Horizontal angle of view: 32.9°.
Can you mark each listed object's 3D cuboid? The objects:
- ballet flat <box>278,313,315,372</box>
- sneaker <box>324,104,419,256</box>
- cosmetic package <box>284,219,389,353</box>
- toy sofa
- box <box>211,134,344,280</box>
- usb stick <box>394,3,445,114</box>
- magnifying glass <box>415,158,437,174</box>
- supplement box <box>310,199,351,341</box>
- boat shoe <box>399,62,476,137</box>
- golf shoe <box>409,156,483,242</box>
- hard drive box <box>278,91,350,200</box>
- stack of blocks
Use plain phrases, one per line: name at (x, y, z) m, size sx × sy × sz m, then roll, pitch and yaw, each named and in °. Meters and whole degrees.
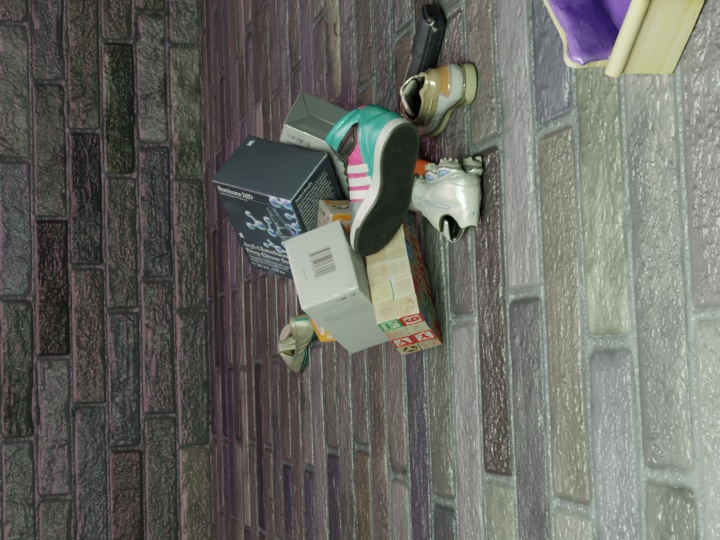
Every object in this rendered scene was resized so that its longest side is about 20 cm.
ballet flat at (-0.131, 0.138, 2.378) m, size 0.200 × 0.062 × 0.067 m, roll 111°, pitch 153°, yaw -54°
sneaker at (0.002, -0.127, 1.546) m, size 0.121 × 0.084 × 0.200 m, roll 47°, pitch 134°, yaw 39°
cosmetic package at (-0.019, 0.026, 1.638) m, size 0.200 × 0.085 × 0.108 m, roll 51°, pitch -160°, yaw -61°
toy sofa at (0.213, -0.264, 1.074) m, size 0.083 × 0.098 × 0.200 m, roll 105°, pitch 158°, yaw -46°
box at (-0.110, -0.087, 1.846) m, size 0.107 × 0.148 × 0.200 m, roll -55°, pitch -36°, yaw -29°
usb stick at (0.078, -0.271, 1.669) m, size 0.200 × 0.033 × 0.055 m, roll 105°, pitch 157°, yaw -44°
magnifying glass at (0.051, -0.152, 1.704) m, size 0.200 × 0.022 × 0.080 m, roll 25°, pitch 105°, yaw 55°
supplement box at (0.000, 0.000, 1.790) m, size 0.074 × 0.126 × 0.200 m, roll -125°, pitch 36°, yaw -65°
boat shoe at (0.084, -0.224, 1.583) m, size 0.200 × 0.068 × 0.075 m, roll 141°, pitch 127°, yaw -70°
golf shoe at (0.097, -0.081, 1.546) m, size 0.200 × 0.078 × 0.097 m, roll 161°, pitch 102°, yaw -75°
hard drive box at (-0.054, -0.162, 1.894) m, size 0.200 × 0.156 × 0.077 m, roll 115°, pitch 178°, yaw -55°
stack of blocks at (0.051, -0.002, 1.640) m, size 0.115 × 0.059 × 0.200 m, roll 52°, pitch -154°, yaw -59°
